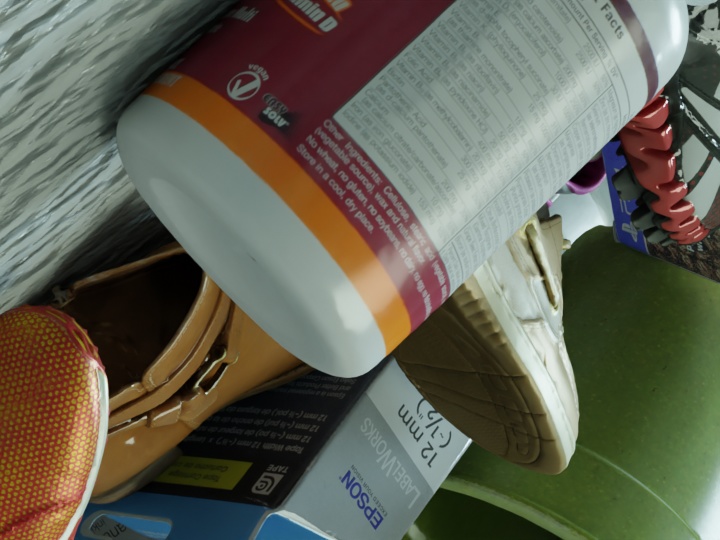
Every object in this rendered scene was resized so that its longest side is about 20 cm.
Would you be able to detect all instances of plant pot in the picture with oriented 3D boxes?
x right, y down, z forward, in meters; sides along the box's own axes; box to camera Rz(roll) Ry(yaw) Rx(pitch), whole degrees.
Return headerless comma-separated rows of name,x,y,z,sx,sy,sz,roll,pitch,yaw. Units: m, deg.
plant pot,0.107,0.084,1.215,0.190,0.200,0.200,-56,180,-30

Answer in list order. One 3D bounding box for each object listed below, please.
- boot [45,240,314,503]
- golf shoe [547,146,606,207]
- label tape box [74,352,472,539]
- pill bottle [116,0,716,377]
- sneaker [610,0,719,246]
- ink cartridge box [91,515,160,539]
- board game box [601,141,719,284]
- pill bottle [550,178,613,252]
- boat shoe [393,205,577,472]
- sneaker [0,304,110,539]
boot,-0.053,0.007,1.011,0.200,0.074,0.155,-49,169,-8
golf shoe,0.062,-0.054,1.264,0.075,0.092,0.200,-44,175,-22
label tape box,-0.036,0.070,1.117,0.143,0.066,0.200,1,-136,46
pill bottle,0.030,-0.071,0.844,0.200,0.110,0.110,-44,174,-12
sneaker,0.125,-0.073,0.993,0.098,0.071,0.200,-25,151,4
ink cartridge box,-0.050,0.160,1.316,0.144,0.200,0.084,-35,176,14
board game box,0.200,-0.067,1.125,0.097,0.200,0.160,-40,136,-29
pill bottle,0.141,-0.069,1.525,0.200,0.110,0.110,-41,173,-32
boat shoe,0.045,-0.005,1.016,0.069,0.074,0.200,-53,139,-25
sneaker,-0.154,0.093,0.905,0.200,0.073,0.077,-50,163,18
